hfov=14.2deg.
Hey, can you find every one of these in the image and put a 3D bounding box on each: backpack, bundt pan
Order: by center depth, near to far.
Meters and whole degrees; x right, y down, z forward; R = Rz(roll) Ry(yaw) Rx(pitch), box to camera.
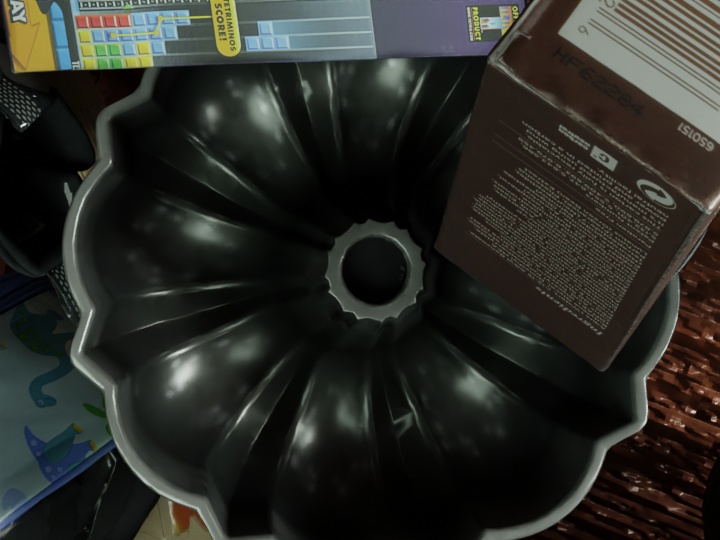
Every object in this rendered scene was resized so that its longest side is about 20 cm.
[{"bbox_3d":[0.000,0.000,0.958,0.201,0.076,0.203,0,90,-7],"label":"bundt pan"},{"bbox_3d":[-0.174,0.086,1.074,0.147,0.183,0.200,47,133,6],"label":"backpack"}]

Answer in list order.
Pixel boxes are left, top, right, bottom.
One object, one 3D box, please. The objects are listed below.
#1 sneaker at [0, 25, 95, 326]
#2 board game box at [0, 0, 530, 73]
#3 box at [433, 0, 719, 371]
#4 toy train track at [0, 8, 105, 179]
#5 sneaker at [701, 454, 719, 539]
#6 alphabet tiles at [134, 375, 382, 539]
[{"bbox_3d":[-0.141,-0.028,0.997,0.140,0.078,0.200,42,161,9],"label":"sneaker"},{"bbox_3d":[-0.033,-0.161,0.845,0.165,0.057,0.201,-1,112,16],"label":"board game box"},{"bbox_3d":[0.082,-0.048,0.822,0.075,0.100,0.200,35,167,7],"label":"box"},{"bbox_3d":[-0.087,-0.050,1.025,0.114,0.033,0.201,-6,112,46],"label":"toy train track"},{"bbox_3d":[0.208,0.124,1.019,0.200,0.088,0.077,37,130,27],"label":"sneaker"},{"bbox_3d":[-0.045,0.083,1.082,0.167,0.008,0.201,15,120,45],"label":"alphabet tiles"}]
